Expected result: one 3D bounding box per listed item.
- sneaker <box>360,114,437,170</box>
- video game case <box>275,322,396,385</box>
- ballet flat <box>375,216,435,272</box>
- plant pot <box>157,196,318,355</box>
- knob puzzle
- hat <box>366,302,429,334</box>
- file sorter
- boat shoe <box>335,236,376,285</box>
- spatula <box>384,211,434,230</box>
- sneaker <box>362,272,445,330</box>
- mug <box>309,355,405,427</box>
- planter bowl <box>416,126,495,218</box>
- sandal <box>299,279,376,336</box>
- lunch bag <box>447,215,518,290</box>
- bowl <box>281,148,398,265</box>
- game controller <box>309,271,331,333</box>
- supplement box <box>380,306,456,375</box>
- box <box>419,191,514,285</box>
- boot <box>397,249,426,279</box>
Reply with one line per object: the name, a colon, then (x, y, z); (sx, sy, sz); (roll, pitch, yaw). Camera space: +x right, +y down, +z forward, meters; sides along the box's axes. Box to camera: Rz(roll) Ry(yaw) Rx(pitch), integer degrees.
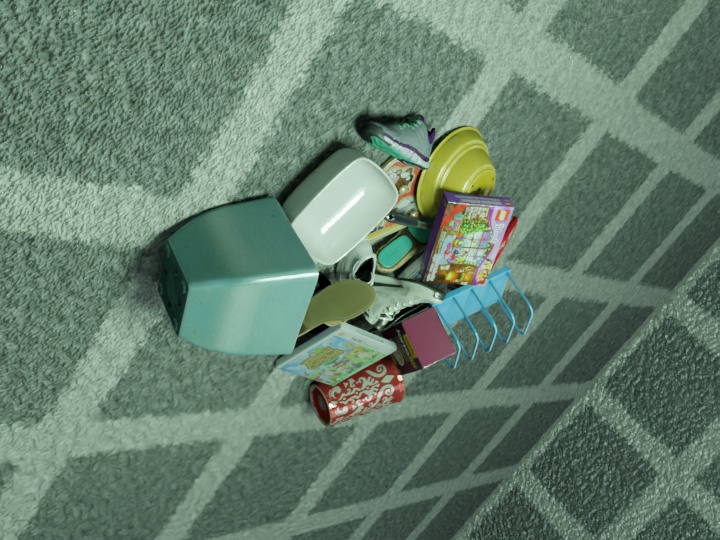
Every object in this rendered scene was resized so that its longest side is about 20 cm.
sneaker: (0.070, -0.247, 1.457); (0.200, 0.074, 0.088); (18, 93, -59)
video game case: (-0.052, 0.184, 1.778); (0.199, 0.022, 0.182); (-32, 142, 30)
ballet flat: (0.102, -0.062, 1.719); (0.199, 0.071, 0.065); (-34, 173, -20)
plant pot: (-0.215, 0.018, 1.338); (0.199, 0.197, 0.197); (-7, 136, -30)
knob puzzle: (0.066, -0.138, 1.594); (0.219, 0.030, 0.220); (-25, 143, -20)
hat: (0.071, 0.077, 1.816); (0.200, 0.081, 0.201); (-26, 176, -2)
file sorter: (0.260, 0.108, 1.806); (0.199, 0.123, 0.139); (-23, 152, -14)
boat shoe: (0.000, 0.000, 1.646); (0.072, 0.069, 0.200); (-20, 155, -20)
spatula: (0.127, -0.089, 1.632); (0.199, 0.021, 0.057); (11, 95, -31)
sneaker: (0.081, 0.075, 1.700); (0.075, 0.200, 0.116); (21, 81, -51)
mug: (-0.019, 0.267, 1.967); (0.199, 0.179, 0.133); (-20, 180, -25)
planter bowl: (0.209, -0.176, 1.633); (0.200, 0.083, 0.201); (-34, 142, -31)
sandal: (-0.063, 0.077, 1.633); (0.211, 0.078, 0.070); (-24, 170, 10)
lunch bag: (0.269, -0.035, 1.854); (0.176, 0.082, 0.201); (-49, 168, -49)
bowl: (-0.043, -0.120, 1.459); (0.200, 0.075, 0.200); (-44, 149, 4)
game controller: (-0.091, 0.069, 1.678); (0.104, 0.042, 0.200); (-40, 149, -3)
supplement box: (0.123, 0.158, 1.801); (0.085, 0.111, 0.200); (-24, 174, -15)
box: (0.207, -0.059, 1.626); (0.136, 0.039, 0.201); (3, 129, -14)
boot: (0.162, -0.004, 1.766); (0.073, 0.090, 0.200); (-43, -179, -42)
